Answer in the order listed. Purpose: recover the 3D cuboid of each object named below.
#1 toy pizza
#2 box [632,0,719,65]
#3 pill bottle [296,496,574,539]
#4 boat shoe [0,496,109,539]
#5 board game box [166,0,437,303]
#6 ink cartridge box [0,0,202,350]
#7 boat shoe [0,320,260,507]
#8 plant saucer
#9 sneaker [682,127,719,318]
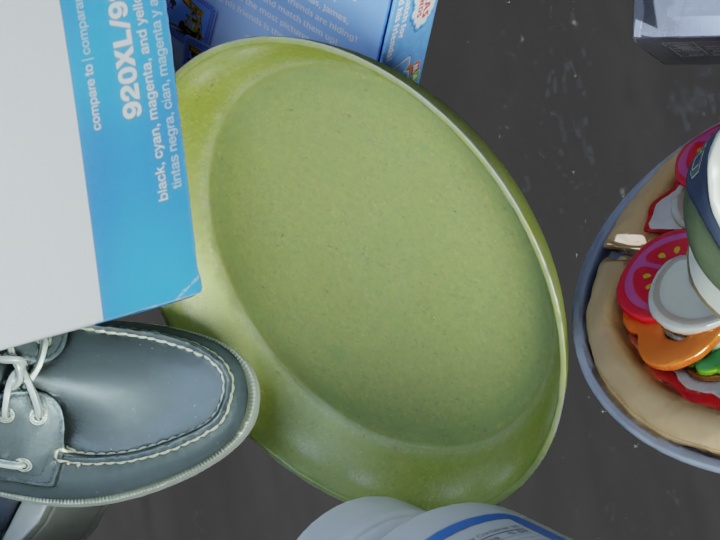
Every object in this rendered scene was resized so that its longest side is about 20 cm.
[{"bbox_3d":[0.166,-0.009,0.904,0.200,0.032,0.200,-15,39,13],"label":"toy pizza"},{"bbox_3d":[0.203,-0.157,0.962,0.200,0.048,0.159,0,83,24],"label":"box"},{"bbox_3d":[0.056,0.145,0.918,0.200,0.112,0.112,21,91,54],"label":"pill bottle"},{"bbox_3d":[-0.166,0.125,1.070,0.062,0.075,0.200,32,94,23],"label":"boat shoe"},{"bbox_3d":[-0.043,-0.106,1.009,0.151,0.037,0.200,34,134,24],"label":"board game box"},{"bbox_3d":[-0.187,-0.048,0.979,0.147,0.200,0.145,24,125,54],"label":"ink cartridge box"},{"bbox_3d":[-0.140,0.050,1.013,0.200,0.062,0.073,0,77,6],"label":"boat shoe"},{"bbox_3d":[0.000,0.000,0.989,0.200,0.031,0.200,21,128,30],"label":"plant saucer"},{"bbox_3d":[0.180,0.014,0.789,0.200,0.090,0.067,30,73,25],"label":"sneaker"}]
